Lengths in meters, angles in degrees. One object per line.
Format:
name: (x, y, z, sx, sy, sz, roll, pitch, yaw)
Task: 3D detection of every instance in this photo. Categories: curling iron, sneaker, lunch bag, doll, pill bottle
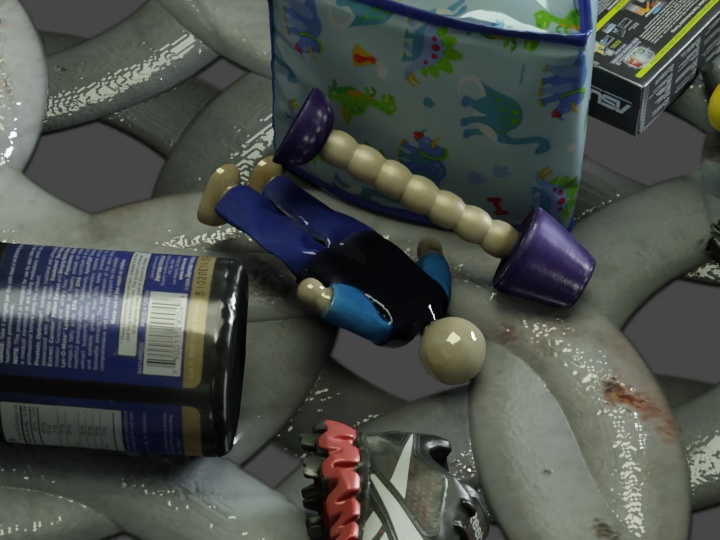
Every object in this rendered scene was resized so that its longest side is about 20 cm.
curling iron: (0.236, -0.071, 1.652, 0.049, 0.026, 0.200, 3, 42, -4)
sneaker: (0.024, 0.156, 1.364, 0.097, 0.071, 0.201, -4, 42, -4)
lunch bag: (0.043, -0.123, 1.592, 0.199, 0.171, 0.128, 5, 43, 5)
doll: (0.000, 0.000, 1.545, 0.200, 0.049, 0.136, 37, 31, 30)
pill bottle: (-0.166, 0.042, 1.447, 0.199, 0.112, 0.112, 5, 43, 1)

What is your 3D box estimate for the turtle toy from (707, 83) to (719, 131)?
turtle toy: (0.320, -0.111, 1.625, 0.145, 0.101, 0.200, 28, 19, 31)

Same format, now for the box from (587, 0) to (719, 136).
box: (0.171, -0.186, 1.760, 0.160, 0.044, 0.200, 27, 48, 23)

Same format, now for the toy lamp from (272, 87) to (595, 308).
toy lamp: (0.047, -0.040, 1.549, 0.199, 0.058, 0.058, 30, 45, -6)
